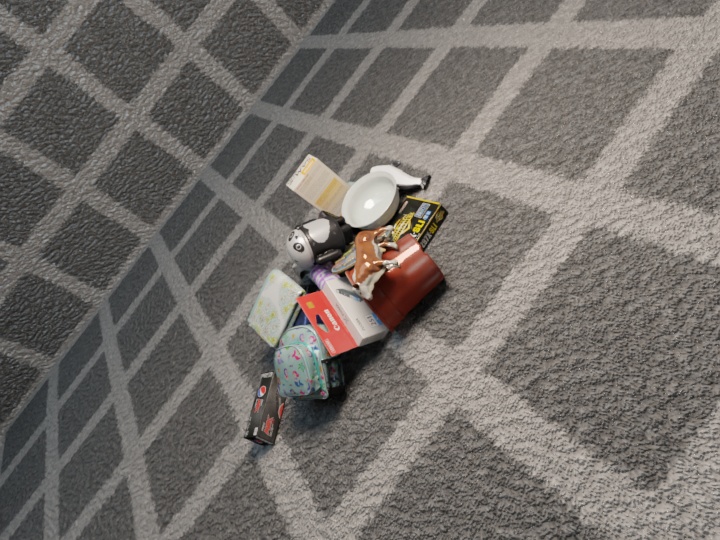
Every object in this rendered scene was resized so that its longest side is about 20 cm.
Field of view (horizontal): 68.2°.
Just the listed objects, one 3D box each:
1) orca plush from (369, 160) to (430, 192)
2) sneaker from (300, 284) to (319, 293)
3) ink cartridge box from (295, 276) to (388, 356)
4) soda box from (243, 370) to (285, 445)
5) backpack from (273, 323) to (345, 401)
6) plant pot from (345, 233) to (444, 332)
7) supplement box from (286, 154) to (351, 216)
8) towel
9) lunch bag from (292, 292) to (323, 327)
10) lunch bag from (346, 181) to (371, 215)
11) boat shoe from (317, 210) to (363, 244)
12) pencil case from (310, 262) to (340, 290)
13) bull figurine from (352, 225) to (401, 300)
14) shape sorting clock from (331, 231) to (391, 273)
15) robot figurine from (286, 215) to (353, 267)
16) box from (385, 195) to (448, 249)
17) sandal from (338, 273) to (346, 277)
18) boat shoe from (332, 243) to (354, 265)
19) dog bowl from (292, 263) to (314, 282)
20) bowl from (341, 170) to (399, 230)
[{"bbox_3d":[0.130,-0.292,1.704,0.200,0.071,0.105,2,77,24],"label":"orca plush"},{"bbox_3d":[-0.220,0.072,1.741,0.200,0.112,0.073,-17,49,39],"label":"sneaker"},{"bbox_3d":[-0.047,0.114,1.409,0.200,0.176,0.045,54,139,26],"label":"ink cartridge box"},{"bbox_3d":[-0.270,0.399,1.549,0.063,0.071,0.200,-19,47,39],"label":"soda box"},{"bbox_3d":[-0.139,0.243,1.416,0.177,0.150,0.201,-15,77,43],"label":"backpack"},{"bbox_3d":[0.098,0.021,1.380,0.195,0.201,0.201,-38,37,4],"label":"plant pot"},{"bbox_3d":[-0.120,-0.260,1.709,0.126,0.200,0.074,-52,36,3],"label":"supplement box"},{"bbox_3d":[-0.247,0.113,1.571,0.171,0.048,0.200,33,101,43],"label":"towel"},{"bbox_3d":[-0.173,0.146,1.614,0.200,0.132,0.136,-5,73,46],"label":"lunch bag"},{"bbox_3d":[-0.021,-0.216,1.799,0.200,0.077,0.161,16,74,53],"label":"lunch bag"},{"bbox_3d":[-0.047,-0.134,1.678,0.072,0.200,0.065,-48,-24,-57],"label":"boat shoe"},{"bbox_3d":[-0.070,0.051,1.568,0.085,0.084,0.200,-45,53,0],"label":"pencil case"},{"bbox_3d":[0.033,-0.024,1.287,0.121,0.065,0.200,-13,52,11],"label":"bull figurine"},{"bbox_3d":[0.001,-0.056,1.474,0.200,0.039,0.200,-30,11,7],"label":"shape sorting clock"},{"bbox_3d":[-0.122,-0.089,1.579,0.200,0.125,0.150,-25,11,-16],"label":"robot figurine"},{"bbox_3d":[0.143,-0.115,1.555,0.200,0.049,0.160,-56,37,-6],"label":"box"},{"bbox_3d":[0.000,0.000,1.582,0.200,0.080,0.054,-30,19,36],"label":"sandal"},{"bbox_3d":[-0.050,-0.024,1.675,0.200,0.072,0.065,-25,48,41],"label":"boat shoe"},{"bbox_3d":[-0.144,-0.053,1.741,0.200,0.059,0.200,-44,10,10],"label":"dog bowl"},{"bbox_3d":[0.046,-0.199,1.639,0.201,0.090,0.201,-20,52,28],"label":"bowl"}]
